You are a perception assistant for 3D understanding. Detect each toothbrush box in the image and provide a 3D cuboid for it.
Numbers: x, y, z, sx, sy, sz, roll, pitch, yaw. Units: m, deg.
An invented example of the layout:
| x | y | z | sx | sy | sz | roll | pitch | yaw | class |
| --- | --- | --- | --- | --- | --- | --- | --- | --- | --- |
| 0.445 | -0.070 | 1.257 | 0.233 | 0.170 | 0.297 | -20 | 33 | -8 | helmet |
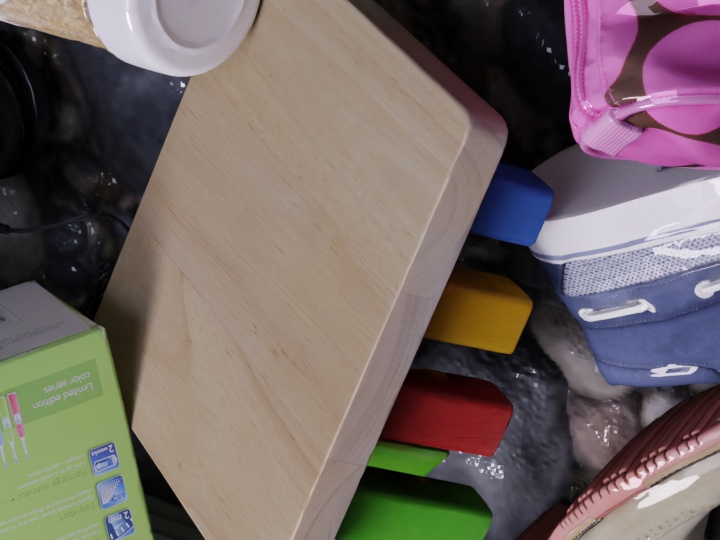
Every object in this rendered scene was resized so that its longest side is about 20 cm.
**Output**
| x | y | z | sx | sy | sz | roll | pitch | yaw | class |
| --- | --- | --- | --- | --- | --- | --- | --- | --- | --- |
| -0.162 | 0.125 | 1.059 | 0.086 | 0.145 | 0.201 | 25 | 131 | 60 | toothbrush box |

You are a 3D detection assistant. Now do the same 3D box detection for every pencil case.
| x | y | z | sx | sy | sz | roll | pitch | yaw | class |
| --- | --- | --- | --- | --- | --- | --- | --- | --- | --- |
| 0.102 | -0.134 | 0.878 | 0.091 | 0.093 | 0.201 | -16 | 77 | 55 | pencil case |

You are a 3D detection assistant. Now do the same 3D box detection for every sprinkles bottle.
| x | y | z | sx | sy | sz | roll | pitch | yaw | class |
| --- | --- | --- | --- | --- | --- | --- | --- | --- | --- |
| -0.127 | -0.129 | 1.049 | 0.200 | 0.068 | 0.068 | 20 | 119 | 44 | sprinkles bottle |

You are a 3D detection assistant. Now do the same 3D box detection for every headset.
| x | y | z | sx | sy | sz | roll | pitch | yaw | class |
| --- | --- | --- | --- | --- | --- | --- | --- | --- | --- |
| -0.185 | -0.043 | 1.124 | 0.200 | 0.124 | 0.094 | 36 | 127 | -7 | headset |

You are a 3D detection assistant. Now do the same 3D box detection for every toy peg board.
| x | y | z | sx | sy | sz | roll | pitch | yaw | class |
| --- | --- | --- | --- | --- | --- | --- | --- | --- | --- |
| 0.000 | 0.000 | 1.001 | 0.200 | 0.098 | 0.200 | 48 | 120 | 53 | toy peg board |

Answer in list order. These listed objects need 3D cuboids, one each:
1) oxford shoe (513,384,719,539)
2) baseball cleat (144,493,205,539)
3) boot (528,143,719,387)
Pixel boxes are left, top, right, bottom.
| x | y | z | sx | sy | sz | roll | pitch | yaw | class |
| --- | --- | --- | --- | --- | --- | --- | --- | --- | --- |
| 0.113 | 0.108 | 1.013 | 0.074 | 0.071 | 0.200 | 48 | 137 | 5 | oxford shoe |
| -0.070 | 0.153 | 1.158 | 0.200 | 0.070 | 0.107 | 20 | 125 | 37 | baseball cleat |
| 0.160 | -0.015 | 0.942 | 0.200 | 0.073 | 0.090 | -11 | 123 | 32 | boot |
